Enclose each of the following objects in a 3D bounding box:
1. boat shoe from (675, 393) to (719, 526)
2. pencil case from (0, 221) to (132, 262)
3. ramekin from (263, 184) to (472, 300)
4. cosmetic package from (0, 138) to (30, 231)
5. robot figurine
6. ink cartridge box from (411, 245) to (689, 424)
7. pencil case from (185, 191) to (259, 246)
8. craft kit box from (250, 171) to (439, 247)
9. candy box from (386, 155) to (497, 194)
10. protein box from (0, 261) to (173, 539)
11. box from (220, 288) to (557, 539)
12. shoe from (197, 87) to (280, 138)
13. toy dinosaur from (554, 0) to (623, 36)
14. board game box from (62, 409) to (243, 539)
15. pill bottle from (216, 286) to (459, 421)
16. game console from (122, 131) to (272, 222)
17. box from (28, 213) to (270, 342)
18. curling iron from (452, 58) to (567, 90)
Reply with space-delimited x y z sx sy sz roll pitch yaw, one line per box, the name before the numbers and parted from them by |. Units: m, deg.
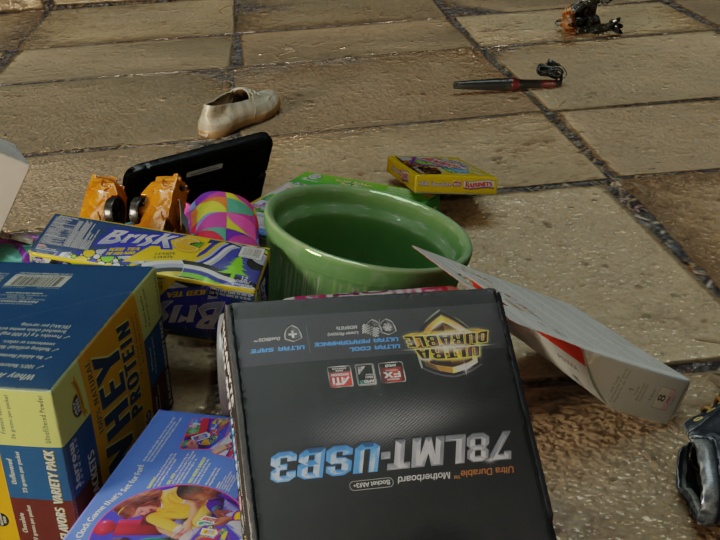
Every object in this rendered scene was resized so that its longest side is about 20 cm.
boat shoe | 0.278 0.115 0.766 0.090 0.071 0.201 4 28 5
pencil case | -0.290 -0.010 1.081 0.198 0.093 0.085 -7 43 -10
ramekin | 0.000 0.000 0.980 0.198 0.098 0.200 10 24 -4
cosmetic package | -0.402 -0.036 1.037 0.050 0.201 0.082 22 7 -32
robot figurine | -0.229 0.003 0.992 0.144 0.058 0.202 1 67 15
ink cartridge box | 0.146 0.053 0.843 0.199 0.057 0.162 14 14 -32
pencil case | -0.145 -0.009 1.062 0.088 0.089 0.200 -6 29 -7
craft kit box | -0.038 -0.056 1.212 0.199 0.049 0.197 13 32 31
candy box | 0.099 -0.122 1.302 0.101 0.027 0.200 3 12 -9
protein box | -0.277 0.095 0.806 0.197 0.136 0.200 2 25 10
box | 0.016 0.114 0.676 0.198 0.050 0.200 -2 61 -15
shoe | -0.193 -0.267 1.673 0.069 0.054 0.200 10 28 26
toy dinosaur | 0.460 -0.515 2.115 0.135 0.103 0.201 -7 39 29
board game box | -0.118 0.175 0.721 0.133 0.045 0.200 3 26 14
pill bottle | -0.013 0.075 0.840 0.198 0.114 0.114 -4 25 -2
game console | -0.231 -0.117 1.289 0.199 0.177 0.117 -21 58 -32
box | -0.181 0.008 0.904 0.198 0.070 0.065 10 38 4
curling iron | 0.256 -0.328 1.773 0.198 0.026 0.050 -10 62 -5
